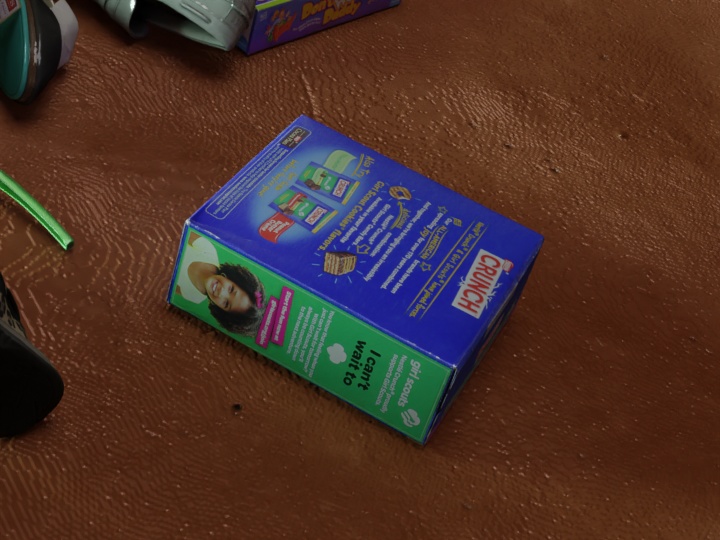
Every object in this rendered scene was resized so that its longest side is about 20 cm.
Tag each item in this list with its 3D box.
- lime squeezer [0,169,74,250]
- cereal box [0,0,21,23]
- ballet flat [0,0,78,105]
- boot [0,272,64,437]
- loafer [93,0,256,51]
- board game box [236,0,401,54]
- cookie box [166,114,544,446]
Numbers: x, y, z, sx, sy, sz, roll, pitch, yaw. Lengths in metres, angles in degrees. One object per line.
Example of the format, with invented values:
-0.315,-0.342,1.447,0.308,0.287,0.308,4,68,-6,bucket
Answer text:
-0.282,-0.070,0.989,0.198,0.038,0.071,15,39,-6,lime squeezer
-0.347,-0.154,1.015,0.142,0.040,0.200,0,34,23,cereal box
-0.257,-0.196,1.127,0.068,0.068,0.201,4,39,-37,ballet flat
-0.255,-0.007,0.822,0.073,0.204,0.154,-36,52,-5,boot
-0.182,-0.226,1.186,0.198,0.070,0.070,14,72,16,loafer
-0.069,-0.268,1.299,0.134,0.045,0.199,39,43,24,board game box
0.000,0.000,0.988,0.199,0.076,0.171,28,39,12,cookie box
